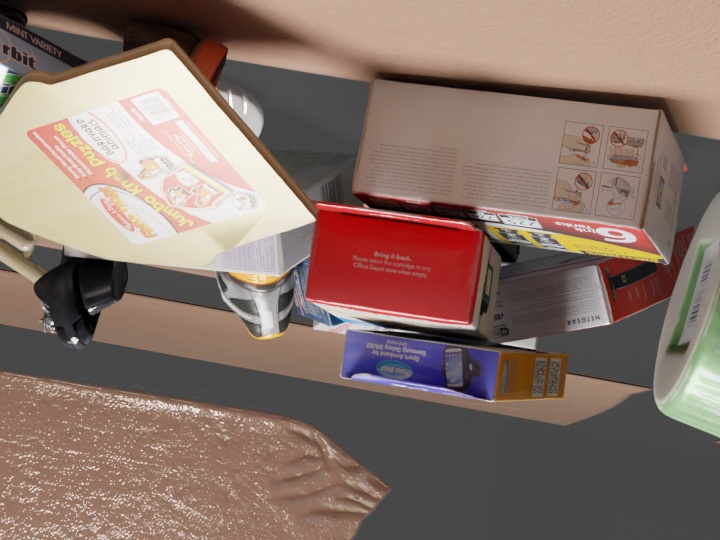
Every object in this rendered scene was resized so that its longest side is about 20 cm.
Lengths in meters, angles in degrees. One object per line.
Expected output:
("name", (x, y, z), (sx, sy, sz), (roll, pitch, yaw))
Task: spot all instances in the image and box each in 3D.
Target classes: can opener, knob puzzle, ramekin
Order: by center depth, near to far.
("knob puzzle", (-0.153, -0.070, 1.269), (0.219, 0.031, 0.220), (5, 143, 4))
("ramekin", (0.286, 0.032, 1.429), (0.097, 0.201, 0.200), (18, 171, -1))
("can opener", (-0.224, 0.002, 1.610), (0.078, 0.064, 0.200), (-11, -157, 0))

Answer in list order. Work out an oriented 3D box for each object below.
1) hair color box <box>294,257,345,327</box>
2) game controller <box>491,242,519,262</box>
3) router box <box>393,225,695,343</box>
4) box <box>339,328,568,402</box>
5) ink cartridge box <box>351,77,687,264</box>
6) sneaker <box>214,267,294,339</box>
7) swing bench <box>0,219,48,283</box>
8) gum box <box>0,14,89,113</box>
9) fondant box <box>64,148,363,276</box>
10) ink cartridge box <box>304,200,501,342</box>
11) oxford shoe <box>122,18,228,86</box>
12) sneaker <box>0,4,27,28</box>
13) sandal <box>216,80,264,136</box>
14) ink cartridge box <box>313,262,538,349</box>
("hair color box", (0.000, 0.000, 1.605), (0.100, 0.061, 0.200), (-15, -176, -9))
("game controller", (0.065, -0.043, 1.668), (0.104, 0.042, 0.200), (6, 170, 24))
("router box", (0.154, 0.018, 1.598), (0.199, 0.049, 0.179), (-13, -177, 36))
("box", (0.069, 0.069, 1.438), (0.119, 0.042, 0.200), (8, 178, 21))
("ink cartridge box", (0.117, -0.062, 1.356), (0.199, 0.084, 0.176), (8, 172, 18))
("sneaker", (-0.093, -0.009, 1.626), (0.078, 0.078, 0.200), (-8, -158, -4))
("swing bench", (-0.336, -0.085, 1.581), (0.199, 0.130, 0.199), (16, 171, -3))
("gum box", (-0.292, -0.100, 1.267), (0.200, 0.045, 0.170), (-30, 140, 31))
("fondant box", (-0.117, -0.052, 1.554), (0.199, 0.059, 0.144), (4, -159, 26))
("ink cartridge box", (0.030, 0.002, 1.364), (0.116, 0.068, 0.200), (8, 175, 11))
("oxford shoe", (-0.149, -0.105, 1.340), (0.072, 0.071, 0.200), (27, 143, -4))
("sneaker", (-0.273, -0.129, 1.331), (0.076, 0.091, 0.200), (11, 166, -12))
("sandal", (-0.162, -0.118, 1.401), (0.202, 0.050, 0.083), (0, 141, -30))
("ink cartridge box", (0.063, 0.028, 1.875), (0.199, 0.086, 0.148), (9, 172, -7))
